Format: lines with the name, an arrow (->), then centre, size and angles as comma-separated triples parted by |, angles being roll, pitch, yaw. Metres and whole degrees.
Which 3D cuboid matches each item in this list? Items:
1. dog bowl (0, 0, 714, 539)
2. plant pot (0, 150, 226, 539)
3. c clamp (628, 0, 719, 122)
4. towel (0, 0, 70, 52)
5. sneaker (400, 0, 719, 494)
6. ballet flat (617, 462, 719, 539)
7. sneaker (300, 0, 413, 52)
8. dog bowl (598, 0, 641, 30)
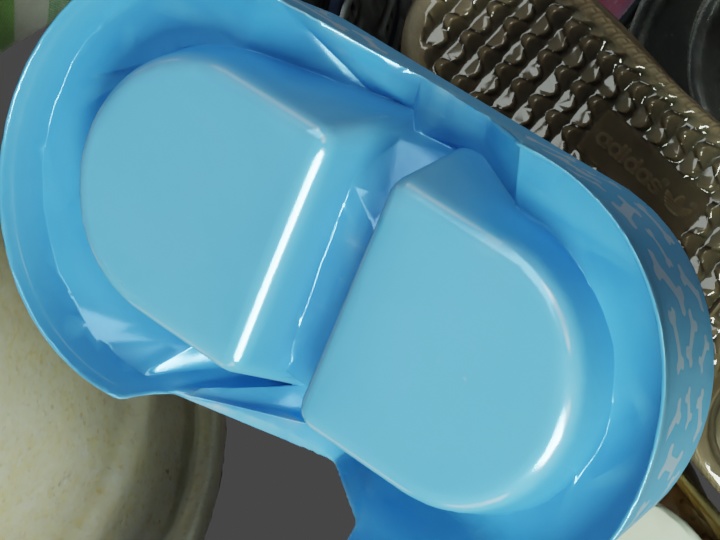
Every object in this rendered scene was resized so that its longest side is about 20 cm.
dog bowl -> 0.000, 0.000, 0.717 | 0.200, 0.050, 0.112 | 32, 110, 27
plant pot -> -0.159, 0.013, 0.795 | 0.200, 0.184, 0.201 | -9, 54, 13
c clamp -> 0.162, -0.035, 0.757 | 0.200, 0.027, 0.171 | 47, 122, 21
towel -> -0.154, -0.093, 0.855 | 0.200, 0.153, 0.023 | -32, 62, -24
sneaker -> 0.087, -0.003, 0.770 | 0.070, 0.076, 0.200 | -38, 92, 1
ballet flat -> 0.058, 0.056, 0.768 | 0.069, 0.063, 0.200 | -39, 53, -8
sneaker -> -0.018, -0.126, 0.825 | 0.087, 0.075, 0.201 | 5, 58, 27
dog bowl -> 0.014, -0.099, 0.884 | 0.199, 0.074, 0.201 | -9, 55, 13
